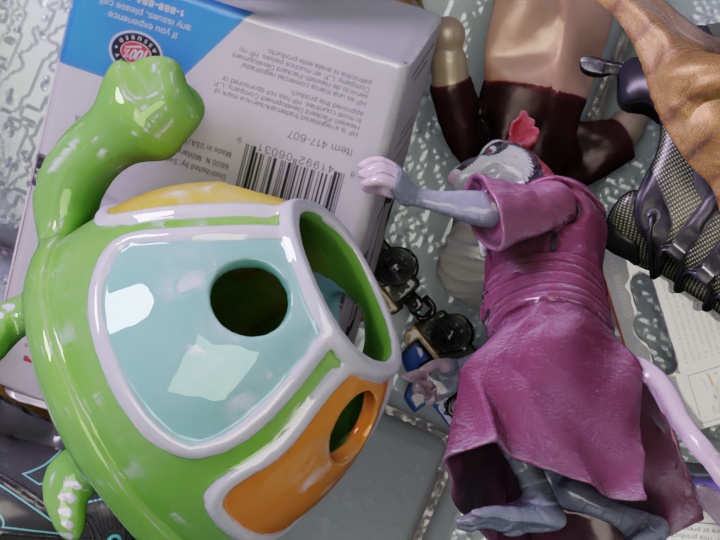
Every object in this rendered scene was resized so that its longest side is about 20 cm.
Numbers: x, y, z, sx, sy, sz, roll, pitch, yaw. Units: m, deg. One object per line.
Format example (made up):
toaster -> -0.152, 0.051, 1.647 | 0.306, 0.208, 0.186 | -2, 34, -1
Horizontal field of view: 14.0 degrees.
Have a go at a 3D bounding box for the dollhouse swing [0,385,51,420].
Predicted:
dollhouse swing -> -0.174, 0.166, 1.327 | 0.200, 0.176, 0.182 | 24, 131, 1

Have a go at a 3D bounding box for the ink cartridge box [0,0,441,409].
ink cartridge box -> -0.063, -0.029, 1.267 | 0.146, 0.084, 0.200 | 18, 113, 5

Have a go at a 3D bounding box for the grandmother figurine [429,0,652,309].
grandmother figurine -> 0.079, -0.079, 1.311 | 0.121, 0.061, 0.200 | 15, 89, -16

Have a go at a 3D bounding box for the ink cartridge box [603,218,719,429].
ink cartridge box -> 0.211, 0.000, 1.313 | 0.200, 0.050, 0.109 | -17, 88, 3

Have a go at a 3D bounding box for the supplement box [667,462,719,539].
supplement box -> 0.143, 0.186, 1.286 | 0.103, 0.101, 0.200 | 4, 89, 2

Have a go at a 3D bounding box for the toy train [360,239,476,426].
toy train -> 0.000, 0.000, 1.325 | 0.046, 0.034, 0.200 | -40, 88, 4

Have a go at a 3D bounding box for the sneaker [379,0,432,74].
sneaker -> -0.044, -0.154, 1.316 | 0.088, 0.076, 0.200 | -33, 80, 8

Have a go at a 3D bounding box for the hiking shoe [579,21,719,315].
hiking shoe -> 0.157, -0.008, 1.262 | 0.101, 0.076, 0.200 | -16, 78, 11

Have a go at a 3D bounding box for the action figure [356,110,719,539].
action figure -> 0.080, 0.018, 1.206 | 0.149, 0.134, 0.200 | -6, 61, 10

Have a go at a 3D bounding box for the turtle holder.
turtle holder -> -0.061, 0.021, 1.177 | 0.132, 0.141, 0.186 | -30, 47, 21

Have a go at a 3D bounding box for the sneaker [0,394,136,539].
sneaker -> -0.139, 0.100, 1.260 | 0.200, 0.075, 0.079 | 20, 74, -3

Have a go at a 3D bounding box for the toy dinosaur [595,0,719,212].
toy dinosaur -> 0.140, -0.081, 1.208 | 0.106, 0.060, 0.200 | -33, 75, 5
